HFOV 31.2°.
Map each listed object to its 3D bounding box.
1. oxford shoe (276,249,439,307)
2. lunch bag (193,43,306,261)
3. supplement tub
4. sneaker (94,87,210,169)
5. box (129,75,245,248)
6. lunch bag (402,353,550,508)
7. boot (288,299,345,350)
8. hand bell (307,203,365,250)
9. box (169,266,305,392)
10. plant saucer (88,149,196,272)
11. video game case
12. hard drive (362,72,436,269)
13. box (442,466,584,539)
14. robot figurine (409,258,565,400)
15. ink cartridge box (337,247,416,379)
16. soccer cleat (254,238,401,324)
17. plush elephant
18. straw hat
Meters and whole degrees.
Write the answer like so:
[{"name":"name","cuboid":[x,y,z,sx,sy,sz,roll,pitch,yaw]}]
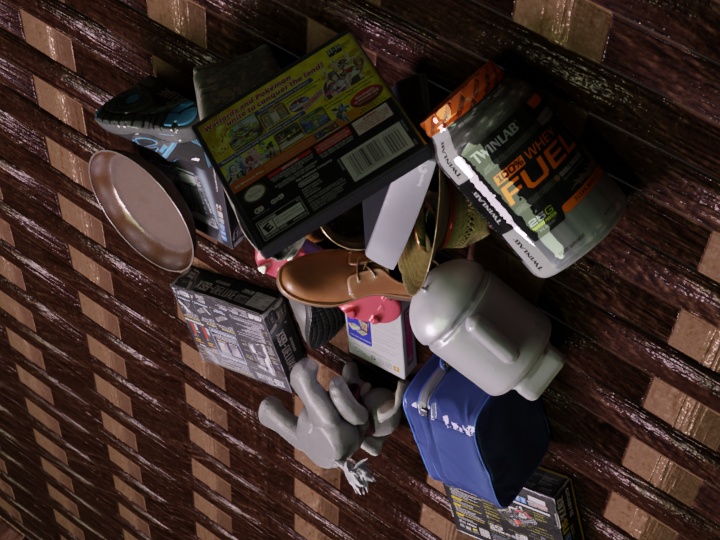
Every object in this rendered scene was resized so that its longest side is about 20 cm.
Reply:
[{"name":"oxford shoe","cuboid":[0.000,0.000,1.533,0.071,0.199,0.072,128,137,-68]},{"name":"lunch bag","cuboid":[-0.111,-0.131,1.502,0.164,0.117,0.201,-108,1,-54]},{"name":"supplement tub","cuboid":[0.159,-0.102,1.282,0.200,0.123,0.122,47,147,-6]},{"name":"sneaker","cuboid":[-0.256,-0.170,1.594,0.200,0.073,0.082,20,147,44]},{"name":"box","cuboid":[-0.223,-0.143,1.712,0.157,0.050,0.201,28,144,26]},{"name":"lunch bag","cuboid":[0.136,0.181,1.610,0.132,0.136,0.201,13,136,39]},{"name":"boot","cuboid":[-0.087,0.009,1.751,0.131,0.068,0.200,43,157,31]},{"name":"hand bell","cuboid":[-0.038,-0.063,1.604,0.104,0.104,0.200,49,160,-8]},{"name":"box","cuboid":[-0.180,0.088,1.938,0.199,0.050,0.158,15,138,38]},{"name":"plant saucer","cuboid":[-0.292,-0.087,1.765,0.200,0.032,0.201,31,146,24]},{"name":"video game case","cuboid":[-0.053,-0.133,1.329,0.181,0.200,0.026,59,-179,29]},{"name":"hard drive","cuboid":[0.038,-0.106,1.410,0.042,0.135,0.200,4,146,-11]},{"name":"box","cuboid":[0.206,0.322,1.773,0.199,0.049,0.160,15,135,38]},{"name":"robot figurine","cuboid":[0.138,0.064,1.483,0.200,0.113,0.170,37,180,-9]},{"name":"ink cartridge box","cuboid":[0.023,0.051,1.685,0.094,0.037,0.200,25,145,27]},{"name":"soccer cleat","cuboid":[-0.037,0.002,1.611,0.199,0.077,0.067,23,119,-5]},{"name":"plush elephant","cuboid":[-0.012,0.194,1.795,0.200,0.155,0.165,45,139,13]},{"name":"straw hat","cuboid":[0.101,-0.065,1.411,0.085,0.202,0.201,5,147,-11]}]
